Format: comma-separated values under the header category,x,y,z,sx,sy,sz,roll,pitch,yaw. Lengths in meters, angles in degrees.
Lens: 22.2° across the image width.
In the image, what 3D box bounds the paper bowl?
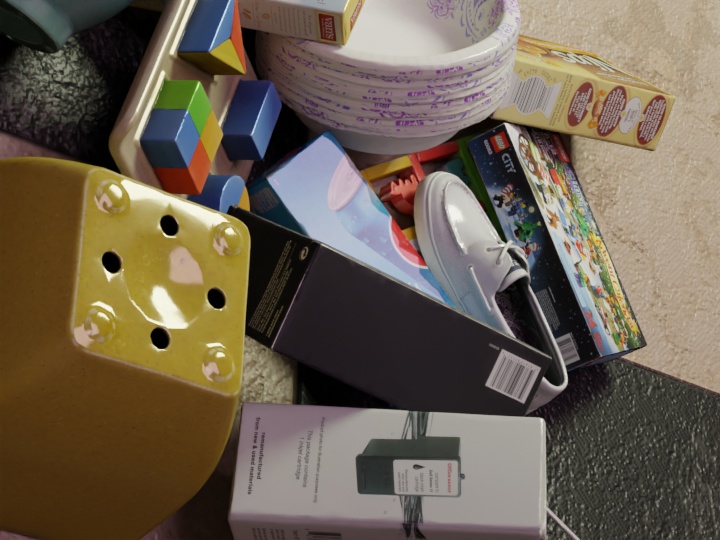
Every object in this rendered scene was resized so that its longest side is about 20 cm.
category,x,y,z,sx,sy,sz,roll,pitch,yaw
paper bowl,0.018,-0.164,1.397,0.199,0.105,0.201,5,36,-4

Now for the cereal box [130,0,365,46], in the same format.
category,x,y,z,sx,sy,sz,roll,pitch,yaw
cereal box,-0.084,-0.241,1.348,0.198,0.040,0.145,13,53,12

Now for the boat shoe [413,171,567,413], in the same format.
category,x,y,z,sx,sy,sz,roll,pitch,yaw
boat shoe,0.104,0.012,1.422,0.072,0.068,0.202,-8,77,-42

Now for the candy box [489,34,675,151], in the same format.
category,x,y,z,sx,sy,sz,roll,pitch,yaw
candy box,0.155,-0.157,1.536,0.199,0.056,0.115,8,21,-40

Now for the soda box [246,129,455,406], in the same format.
category,x,y,z,sx,sy,sz,roll,pitch,yaw
soda box,0.000,0.000,1.361,0.068,0.064,0.201,-39,99,-25

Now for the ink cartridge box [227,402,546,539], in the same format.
category,x,y,z,sx,sy,sz,roll,pitch,yaw
ink cartridge box,0.022,0.156,1.198,0.198,0.147,0.084,3,61,4

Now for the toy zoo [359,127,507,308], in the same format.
category,x,y,z,sx,sy,sz,roll,pitch,yaw
toy zoo,0.063,-0.032,1.470,0.199,0.020,0.132,-20,85,-44

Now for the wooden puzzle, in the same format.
category,x,y,z,sx,sy,sz,roll,pitch,yaw
wooden puzzle,-0.102,-0.097,1.261,0.201,0.046,0.186,74,26,-51

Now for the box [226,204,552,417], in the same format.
category,x,y,z,sx,sy,sz,roll,pitch,yaw
box,0.005,0.039,1.222,0.199,0.141,0.079,26,91,-30

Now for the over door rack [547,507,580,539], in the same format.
category,x,y,z,sx,sy,sz,roll,pitch,yaw
over door rack,0.126,0.248,1.350,0.199,0.067,0.148,37,48,6

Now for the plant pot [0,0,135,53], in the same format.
category,x,y,z,sx,sy,sz,roll,pitch,yaw
plant pot,-0.221,-0.231,1.221,0.200,0.200,0.135,33,79,-24

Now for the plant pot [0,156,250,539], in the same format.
category,x,y,z,sx,sy,sz,roll,pitch,yaw
plant pot,-0.168,0.040,1.117,0.194,0.199,0.196,21,58,-33

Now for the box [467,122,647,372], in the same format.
category,x,y,z,sx,sy,sz,roll,pitch,yaw
box,0.163,-0.020,1.500,0.136,0.037,0.202,-5,72,-65
